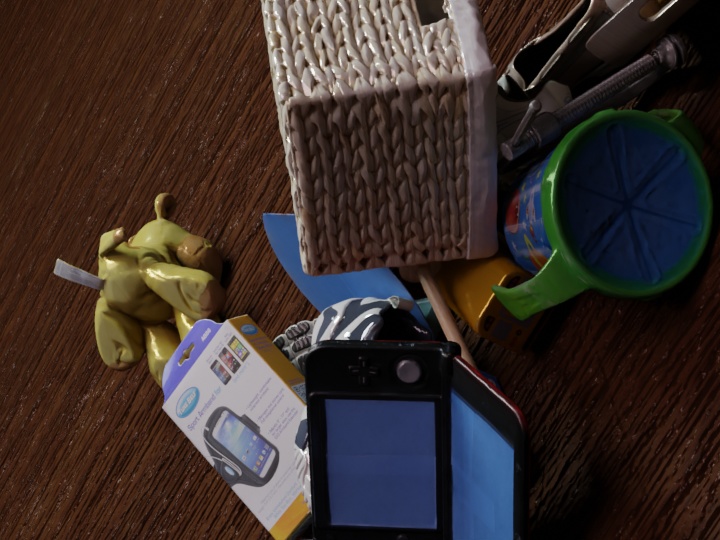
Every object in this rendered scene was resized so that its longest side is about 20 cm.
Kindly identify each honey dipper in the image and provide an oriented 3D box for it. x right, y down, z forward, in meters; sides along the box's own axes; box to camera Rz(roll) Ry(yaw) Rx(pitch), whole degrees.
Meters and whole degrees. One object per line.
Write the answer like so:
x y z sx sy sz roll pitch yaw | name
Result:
0.067 0.035 1.310 0.038 0.038 0.201 -50 44 27 | honey dipper

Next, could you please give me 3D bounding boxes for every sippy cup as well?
0.173 -0.043 1.257 0.130 0.176 0.141 170 91 -69 | sippy cup

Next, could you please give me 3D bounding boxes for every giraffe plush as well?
-0.220 0.010 1.868 0.173 0.199 0.162 -52 2 30 | giraffe plush

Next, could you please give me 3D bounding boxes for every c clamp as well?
0.177 -0.125 1.268 0.199 0.027 0.171 -31 -8 -24 | c clamp

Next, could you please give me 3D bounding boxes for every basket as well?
0.015 -0.130 1.306 0.201 0.159 0.199 83 177 -47 | basket

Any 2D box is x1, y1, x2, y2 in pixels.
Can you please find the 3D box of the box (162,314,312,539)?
-0.095 0.137 1.540 0.200 0.041 0.119 48 116 19 | box

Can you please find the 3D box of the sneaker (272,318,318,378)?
-0.055 0.095 1.587 0.199 0.085 0.078 -19 79 30 | sneaker

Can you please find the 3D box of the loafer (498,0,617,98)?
0.160 -0.180 1.436 0.200 0.063 0.072 -35 41 44 | loafer

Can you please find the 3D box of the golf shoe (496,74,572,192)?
0.115 -0.116 1.436 0.199 0.078 0.098 3 88 50 | golf shoe

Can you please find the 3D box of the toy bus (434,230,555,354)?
0.093 -0.004 1.399 0.065 0.078 0.200 -60 32 11 | toy bus

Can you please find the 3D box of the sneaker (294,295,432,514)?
0.014 0.111 1.344 0.129 0.079 0.201 -25 51 56 | sneaker

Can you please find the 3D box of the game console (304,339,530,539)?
0.040 0.165 1.243 0.119 0.171 0.202 -77 -14 -65 | game console

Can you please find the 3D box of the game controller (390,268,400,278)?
0.053 -0.086 1.571 0.201 0.042 0.104 -60 29 13 | game controller

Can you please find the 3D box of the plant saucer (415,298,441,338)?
0.017 0.106 1.463 0.070 0.019 0.201 -12 44 56 | plant saucer

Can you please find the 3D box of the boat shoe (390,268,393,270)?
-0.001 -0.025 1.516 0.072 0.072 0.200 -36 -15 -33 | boat shoe

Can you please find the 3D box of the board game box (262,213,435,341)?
0.000 0.000 1.441 0.039 0.158 0.200 -45 22 -21 | board game box

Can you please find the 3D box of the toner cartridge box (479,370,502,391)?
0.051 0.181 1.372 0.201 0.043 0.095 -54 31 21 | toner cartridge box

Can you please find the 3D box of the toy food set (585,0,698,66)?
0.244 -0.255 1.299 0.143 0.060 0.200 -41 15 36 | toy food set
